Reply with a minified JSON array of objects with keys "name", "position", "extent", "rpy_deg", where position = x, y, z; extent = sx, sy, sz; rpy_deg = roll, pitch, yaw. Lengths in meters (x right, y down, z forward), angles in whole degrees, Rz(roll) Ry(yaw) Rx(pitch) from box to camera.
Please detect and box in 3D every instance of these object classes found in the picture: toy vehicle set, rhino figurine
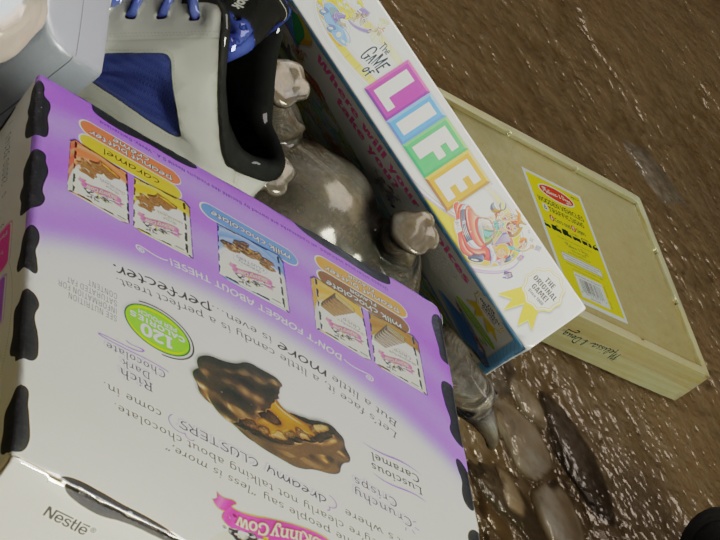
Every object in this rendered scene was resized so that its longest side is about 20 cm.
[{"name":"toy vehicle set","position":[0.105,-0.012,1.355],"extent":[0.199,0.026,0.125],"rpy_deg":[24,39,-47]},{"name":"rhino figurine","position":[0.000,0.000,1.108],"extent":[0.060,0.087,0.200],"rpy_deg":[-43,101,-20]}]

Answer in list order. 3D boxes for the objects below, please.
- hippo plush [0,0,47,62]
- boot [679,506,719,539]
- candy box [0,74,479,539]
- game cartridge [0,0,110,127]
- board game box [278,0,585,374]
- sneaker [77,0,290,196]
[{"name":"hippo plush","position":[-0.207,-0.122,0.831],"extent":[0.158,0.161,0.202],"rpy_deg":[-9,84,-30]},{"name":"boot","position":[0.242,0.195,1.297],"extent":[0.189,0.068,0.200],"rpy_deg":[59,25,9]},{"name":"candy box","position":[-0.050,0.053,0.774],"extent":[0.167,0.072,0.201],"rpy_deg":[30,27,-22]},{"name":"game cartridge","position":[-0.151,-0.126,0.936],"extent":[0.041,0.133,0.201],"rpy_deg":[26,38,-41]},{"name":"board game box","position":[0.016,-0.045,1.149],"extent":[0.201,0.034,0.134],"rpy_deg":[57,-14,3]},{"name":"sneaker","position":[-0.092,-0.100,1.026],"extent":[0.200,0.115,0.081],"rpy_deg":[55,25,-1]}]
